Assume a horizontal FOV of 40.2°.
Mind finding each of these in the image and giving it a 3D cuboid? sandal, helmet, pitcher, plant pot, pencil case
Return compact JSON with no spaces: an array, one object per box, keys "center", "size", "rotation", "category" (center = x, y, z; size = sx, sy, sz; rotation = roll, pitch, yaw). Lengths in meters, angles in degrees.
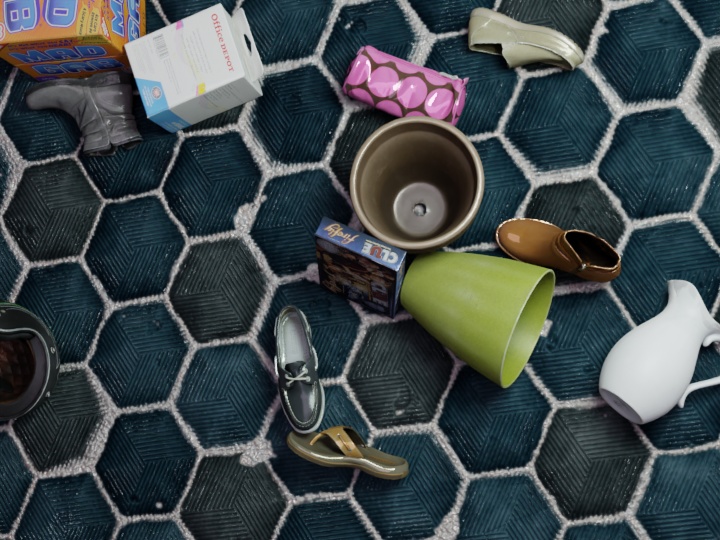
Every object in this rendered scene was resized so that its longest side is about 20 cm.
[{"center":[-0.017,0.274,1.537],"size":[0.197,0.080,0.055],"rotation":[14,104,3],"category":"sandal"},{"center":[-0.583,0.143,1.580],"size":[0.198,0.190,0.203],"rotation":[-19,58,34],"category":"helmet"},{"center":[0.465,0.143,1.469],"size":[0.171,0.121,0.200],"rotation":[42,80,0],"category":"pitcher"},{"center":[0.089,-0.115,1.508],"size":[0.197,0.175,0.204],"rotation":[-1,80,6],"category":"plant pot"},{"center":[0.072,-0.293,1.576],"size":[0.197,0.091,0.095],"rotation":[20,123,8],"category":"pencil case"},{"center":[0.167,0.051,1.498],"size":[0.198,0.187,0.190],"rotation":[23,88,23],"category":"plant pot"}]

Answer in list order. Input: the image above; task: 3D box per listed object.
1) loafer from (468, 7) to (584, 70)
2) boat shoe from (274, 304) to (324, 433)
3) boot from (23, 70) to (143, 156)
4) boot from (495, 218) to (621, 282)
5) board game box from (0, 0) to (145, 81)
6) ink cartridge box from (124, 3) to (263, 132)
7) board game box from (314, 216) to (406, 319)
[{"center":[0.257,-0.353,1.563],"size":[0.198,0.076,0.069],"rotation":[24,90,19],"category":"loafer"},{"center":[-0.102,0.152,1.545],"size":[0.074,0.060,0.203],"rotation":[-15,66,1],"category":"boat shoe"},{"center":[-0.471,-0.256,1.663],"size":[0.197,0.070,0.134],"rotation":[-8,89,12],"category":"boot"},{"center":[0.297,-0.034,1.483],"size":[0.198,0.155,0.078],"rotation":[28,89,10],"category":"boot"},{"center":[-0.478,-0.442,1.612],"size":[0.196,0.200,0.204],"rotation":[-3,84,8],"category":"board game box"},{"center":[-0.257,-0.330,1.606],"size":[0.197,0.125,0.130],"rotation":[-20,83,6],"category":"ink cartridge box"},{"center":[0.000,0.000,1.501],"size":[0.134,0.201,0.035],"rotation":[23,69,10],"category":"board game box"}]
